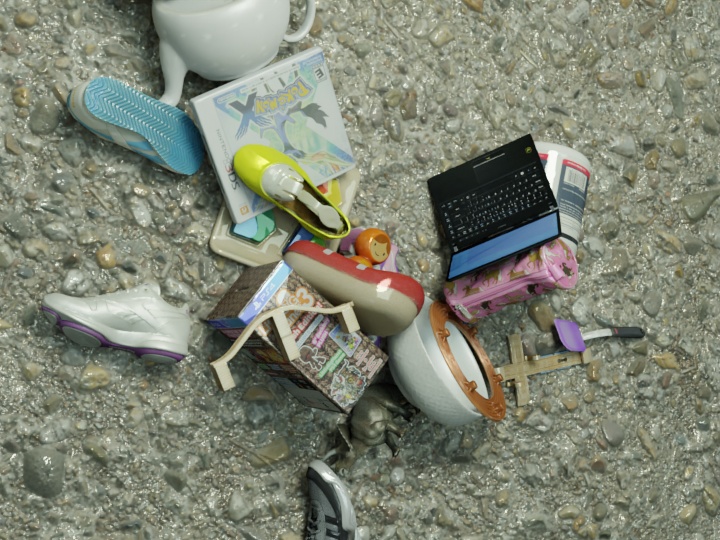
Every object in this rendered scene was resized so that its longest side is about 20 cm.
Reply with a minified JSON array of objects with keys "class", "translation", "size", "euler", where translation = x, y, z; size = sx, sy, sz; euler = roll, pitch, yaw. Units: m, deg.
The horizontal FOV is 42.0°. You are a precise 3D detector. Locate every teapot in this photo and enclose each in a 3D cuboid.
[{"class":"teapot","translation":[-0.176,-0.327,1.274],"size":[0.198,0.199,0.147],"euler":[-80,160,-45]}]

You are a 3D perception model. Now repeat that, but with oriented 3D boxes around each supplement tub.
[{"class":"supplement tub","translation":[0.276,-0.087,1.463],"size":[0.140,0.140,0.201],"euler":[16,80,-22]}]

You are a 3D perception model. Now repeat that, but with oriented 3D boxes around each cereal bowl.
[{"class":"cereal bowl","translation":[0.100,0.141,1.363],"size":[0.083,0.200,0.200],"euler":[-33,103,19]}]

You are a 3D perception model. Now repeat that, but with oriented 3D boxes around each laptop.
[{"class":"laptop","translation":[0.189,-0.094,1.366],"size":[0.176,0.103,0.201],"euler":[-22,70,17]}]

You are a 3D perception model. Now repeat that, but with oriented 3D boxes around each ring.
[{"class":"ring","translation":[0.164,0.129,1.386],"size":[0.019,0.201,0.201],"euler":[-32,103,18]}]

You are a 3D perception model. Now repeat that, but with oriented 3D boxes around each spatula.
[{"class":"spatula","translation":[0.404,0.107,1.566],"size":[0.199,0.021,0.057],"euler":[0,61,-28]}]

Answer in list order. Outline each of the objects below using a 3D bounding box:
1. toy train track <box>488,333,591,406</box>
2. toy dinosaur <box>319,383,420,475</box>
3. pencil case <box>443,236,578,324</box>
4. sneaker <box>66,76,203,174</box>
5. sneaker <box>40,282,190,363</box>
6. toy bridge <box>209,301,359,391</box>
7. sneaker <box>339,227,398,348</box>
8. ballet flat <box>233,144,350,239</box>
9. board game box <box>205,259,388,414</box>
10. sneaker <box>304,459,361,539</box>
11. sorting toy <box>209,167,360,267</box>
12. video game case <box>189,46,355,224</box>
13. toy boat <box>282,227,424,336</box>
[{"class":"toy train track","translation":[0.298,0.153,1.514],"size":[0.199,0.032,0.115],"euler":[-9,90,-26]},{"class":"toy dinosaur","translation":[0.027,0.208,1.362],"size":[0.102,0.077,0.201],"euler":[23,59,12]},{"class":"pencil case","translation":[0.217,0.015,1.353],"size":[0.083,0.199,0.087],"euler":[30,51,-35]},{"class":"sneaker","translation":[-0.295,-0.193,1.251],"size":[0.200,0.081,0.077],"euler":[33,71,-39]},{"class":"sneaker","translation":[-0.318,0.056,1.232],"size":[0.199,0.075,0.100],"euler":[20,65,-26]},{"class":"toy bridge","translation":[-0.095,0.079,1.168],"size":[0.199,0.027,0.068],"euler":[-24,96,-20]},{"class":"sneaker","translation":[0.022,0.039,1.379],"size":[0.088,0.080,0.202],"euler":[3,88,-43]},{"class":"ballet flat","translation":[-0.085,-0.104,1.280],"size":[0.200,0.067,0.067],"euler":[38,86,-34]},{"class":"board game box","translation":[-0.089,0.092,1.274],"size":[0.200,0.159,0.097],"euler":[43,71,-16]},{"class":"sneaker","translation":[-0.063,0.374,1.309],"size":[0.113,0.075,0.201],"euler":[-20,99,-26]},{"class":"sorting toy","translation":[-0.103,-0.091,1.348],"size":[0.184,0.036,0.201],"euler":[21,78,-21]},{"class":"video game case","translation":[-0.115,-0.186,1.288],"size":[0.199,0.022,0.183],"euler":[-28,118,-21]},{"class":"toy boat","translation":[0.000,0.000,1.280],"size":[0.199,0.131,0.131],"euler":[24,70,21]}]
